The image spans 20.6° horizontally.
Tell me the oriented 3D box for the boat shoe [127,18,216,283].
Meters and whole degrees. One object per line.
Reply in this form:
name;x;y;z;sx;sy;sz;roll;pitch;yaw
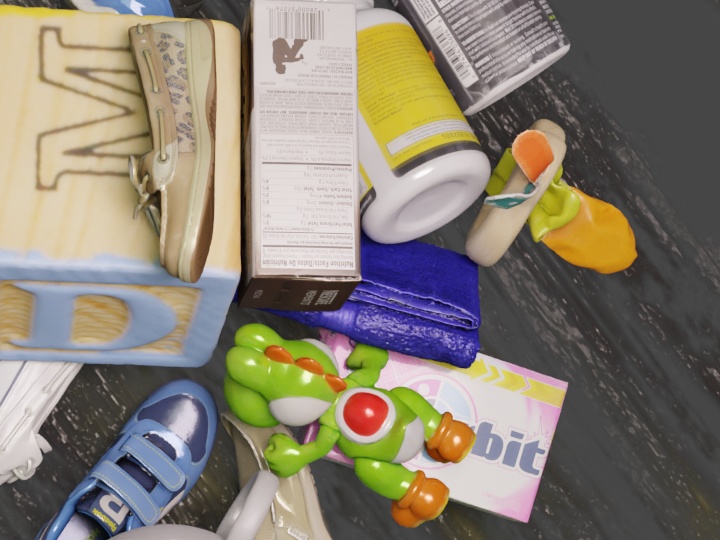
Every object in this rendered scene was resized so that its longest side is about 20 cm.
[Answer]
boat shoe;-0.128;-0.081;1.331;0.062;0.074;0.202;1;56;-5

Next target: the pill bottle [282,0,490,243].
pill bottle;0.011;-0.130;1.537;0.111;0.112;0.201;-25;70;-10

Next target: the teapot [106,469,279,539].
teapot;-0.138;0.264;1.448;0.198;0.146;0.199;-12;101;2

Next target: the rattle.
rattle;0.157;-0.042;1.517;0.130;0.200;0.143;-44;90;-15

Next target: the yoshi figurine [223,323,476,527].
yoshi figurine;-0.022;0.106;1.476;0.199;0.113;0.112;33;116;-16

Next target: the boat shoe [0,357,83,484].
boat shoe;-0.266;0.126;1.500;0.065;0.074;0.201;27;82;-1

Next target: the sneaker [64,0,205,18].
sneaker;-0.204;-0.265;1.547;0.111;0.077;0.200;-42;96;-5

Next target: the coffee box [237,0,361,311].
coffee box;-0.046;-0.079;1.417;0.079;0.113;0.202;1;79;-10

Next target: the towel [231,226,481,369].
towel;0.000;0.000;1.523;0.198;0.148;0.050;17;120;-8

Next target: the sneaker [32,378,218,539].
sneaker;-0.176;0.169;1.505;0.074;0.082;0.201;37;79;-1

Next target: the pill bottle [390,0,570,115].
pill bottle;0.074;-0.234;1.575;0.106;0.106;0.201;-31;89;-11

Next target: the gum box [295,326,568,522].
gum box;0.049;0.113;1.553;0.198;0.066;0.115;19;82;-6

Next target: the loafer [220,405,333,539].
loafer;-0.065;0.190;1.523;0.068;0.076;0.201;-24;89;-16

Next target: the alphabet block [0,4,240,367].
alphabet block;-0.193;-0.056;1.446;0.194;0.196;0.202;4;67;-12
